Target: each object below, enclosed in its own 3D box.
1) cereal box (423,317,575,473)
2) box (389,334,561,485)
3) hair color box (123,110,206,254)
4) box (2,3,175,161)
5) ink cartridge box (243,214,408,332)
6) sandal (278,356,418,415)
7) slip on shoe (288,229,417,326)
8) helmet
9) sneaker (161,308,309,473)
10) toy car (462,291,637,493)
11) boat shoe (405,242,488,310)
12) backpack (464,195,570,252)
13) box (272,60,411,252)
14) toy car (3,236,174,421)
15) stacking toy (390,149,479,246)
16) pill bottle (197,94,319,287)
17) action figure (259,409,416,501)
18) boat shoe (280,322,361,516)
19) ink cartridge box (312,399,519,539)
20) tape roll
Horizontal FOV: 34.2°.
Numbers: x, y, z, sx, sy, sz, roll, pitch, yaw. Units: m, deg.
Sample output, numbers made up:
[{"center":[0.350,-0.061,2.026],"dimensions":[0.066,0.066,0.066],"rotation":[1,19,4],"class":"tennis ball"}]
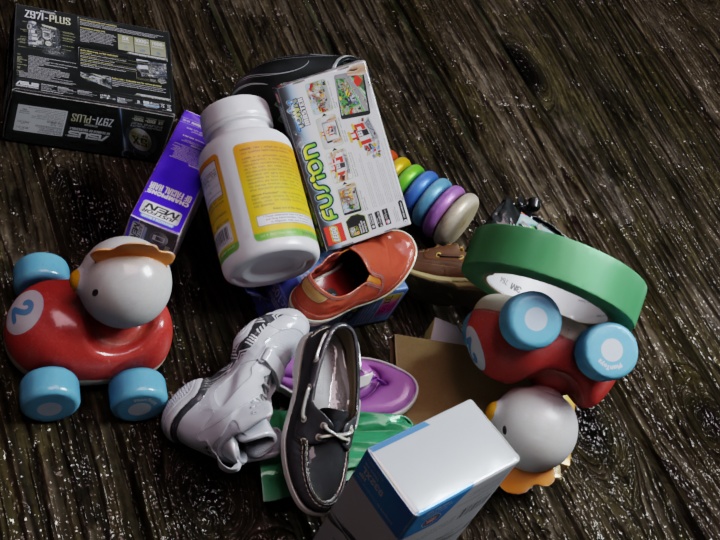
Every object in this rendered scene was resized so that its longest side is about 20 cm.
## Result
[{"center":[0.163,0.153,1.423],"dimensions":[0.200,0.040,0.144],"rotation":[22,48,-9],"class":"cereal box"},{"center":[0.132,0.160,1.363],"dimensions":[0.200,0.021,0.164],"rotation":[10,54,-16],"class":"box"},{"center":[-0.224,-0.084,1.392],"dimensions":[0.065,0.109,0.200],"rotation":[21,45,-7],"class":"hair color box"},{"center":[-0.344,-0.237,1.483],"dimensions":[0.200,0.086,0.164],"rotation":[6,49,-22],"class":"box"},{"center":[-0.063,0.006,1.419],"dimensions":[0.200,0.076,0.137],"rotation":[-11,57,-31],"class":"ink cartridge box"},{"center":[-0.036,0.119,1.314],"dimensions":[0.202,0.050,0.083],"rotation":[12,59,9],"class":"sandal"},{"center":[0.000,0.000,1.361],"dimensions":[0.200,0.061,0.074],"rotation":[-29,69,-41],"class":"slip on shoe"},{"center":[-0.079,-0.179,1.482],"dimensions":[0.200,0.191,0.200],"rotation":[38,46,-54],"class":"helmet"},{"center":[-0.105,0.130,1.241],"dimensions":[0.115,0.075,0.200],"rotation":[30,60,36],"class":"sneaker"},{"center":[0.182,0.143,1.294],"dimensions":[0.177,0.184,0.200],"rotation":[22,79,-7],"class":"toy car"},{"center":[0.110,0.002,1.459],"dimensions":[0.200,0.072,0.068],"rotation":[11,63,31],"class":"boat shoe"},{"center":[0.225,0.019,1.509],"dimensions":[0.200,0.167,0.127],"rotation":[38,61,4],"class":"backpack"},{"center":[-0.021,-0.133,1.366],"dimensions":[0.110,0.035,0.200],"rotation":[-18,103,-9],"class":"box"},{"center":[-0.267,0.026,1.208],"dimensions":[0.177,0.200,0.184],"rotation":[3,50,-24],"class":"toy car"},{"center":[0.061,-0.121,1.591],"dimensions":[0.200,0.085,0.085],"rotation":[38,45,14],"class":"stacking toy"},{"center":[-0.121,-0.092,1.326],"dimensions":[0.111,0.111,0.200],"rotation":[-4,68,-29],"class":"pill bottle"},{"center":[-0.011,0.192,1.262],"dimensions":[0.200,0.055,0.118],"rotation":[-4,54,-7],"class":"action figure"},{"center":[-0.033,0.149,1.206],"dimensions":[0.074,0.060,0.200],"rotation":[22,59,-29],"class":"boat shoe"},{"center":[0.049,0.238,1.180],"dimensions":[0.145,0.200,0.084],"rotation":[-20,61,-38],"class":"ink cartridge box"},{"center":[0.212,0.011,1.293],"dimensions":[0.200,0.200,0.048],"rotation":[22,79,-7],"class":"tape roll"}]
